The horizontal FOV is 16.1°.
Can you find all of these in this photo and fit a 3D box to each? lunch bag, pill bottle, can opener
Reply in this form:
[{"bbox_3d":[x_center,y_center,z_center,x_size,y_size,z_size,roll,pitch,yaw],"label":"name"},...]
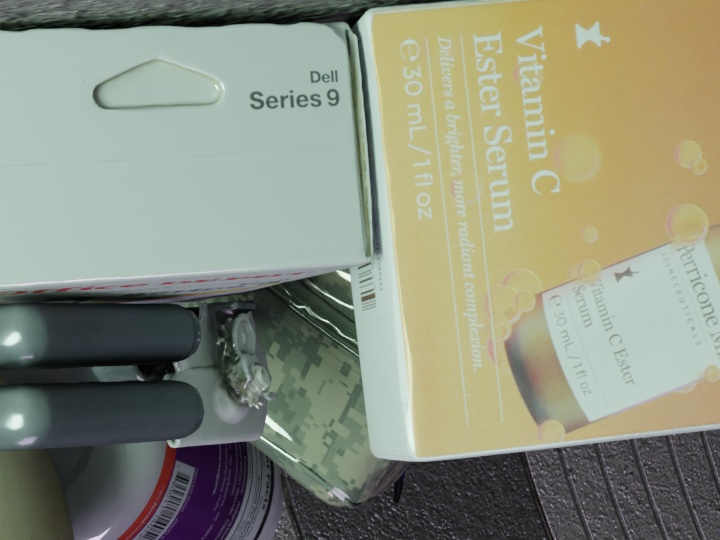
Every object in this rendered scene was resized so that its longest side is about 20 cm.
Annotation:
[{"bbox_3d":[0.000,0.000,1.128,0.139,0.168,0.200,38,-179,6],"label":"lunch bag"},{"bbox_3d":[-0.108,0.092,1.185,0.112,0.113,0.200,-7,165,18],"label":"pill bottle"},{"bbox_3d":[-0.085,0.038,0.894,0.066,0.053,0.200,-6,177,20],"label":"can opener"}]

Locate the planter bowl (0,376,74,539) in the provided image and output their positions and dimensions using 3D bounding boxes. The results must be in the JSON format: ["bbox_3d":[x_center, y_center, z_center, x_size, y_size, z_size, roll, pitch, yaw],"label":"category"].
[{"bbox_3d":[-0.204,0.086,0.982,0.200,0.135,0.200,5,-153,-3],"label":"planter bowl"}]

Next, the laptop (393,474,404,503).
[{"bbox_3d":[0.085,0.026,1.418,0.200,0.178,0.103,-8,151,36],"label":"laptop"}]

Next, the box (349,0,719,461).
[{"bbox_3d":[0.099,-0.019,0.892,0.200,0.153,0.106,-7,177,-8],"label":"box"}]

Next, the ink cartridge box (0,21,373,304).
[{"bbox_3d":[-0.100,-0.030,0.898,0.145,0.088,0.200,-5,176,-23],"label":"ink cartridge box"}]
